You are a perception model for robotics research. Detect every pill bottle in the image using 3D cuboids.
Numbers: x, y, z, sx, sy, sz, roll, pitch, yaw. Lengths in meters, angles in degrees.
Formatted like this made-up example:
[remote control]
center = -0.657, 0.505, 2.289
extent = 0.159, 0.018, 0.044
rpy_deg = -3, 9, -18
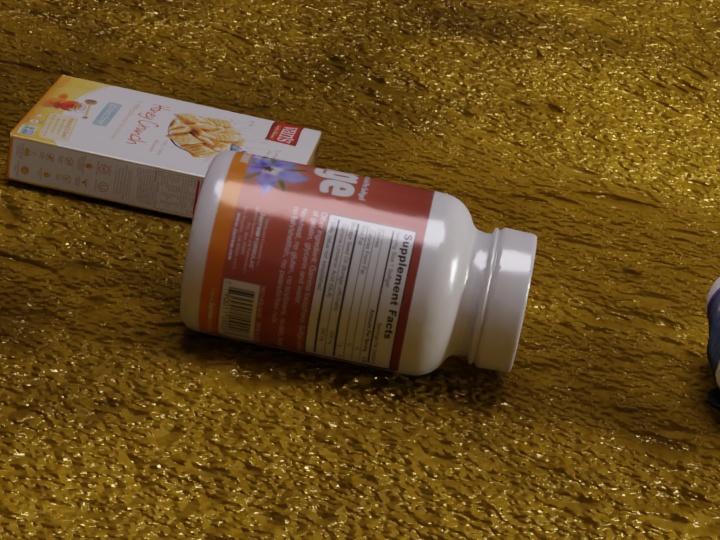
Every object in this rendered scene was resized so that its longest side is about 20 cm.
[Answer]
[pill bottle]
center = 0.000, 0.000, 1.268
extent = 0.200, 0.112, 0.112
rpy_deg = 11, 22, 2

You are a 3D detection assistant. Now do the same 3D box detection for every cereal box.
[cereal box]
center = -0.135, -0.083, 1.499
extent = 0.200, 0.040, 0.144
rpy_deg = 11, 22, 2

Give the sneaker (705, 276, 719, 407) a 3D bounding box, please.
[sneaker]
center = 0.311, 0.068, 1.304
extent = 0.200, 0.081, 0.147
rpy_deg = 12, 30, -6
